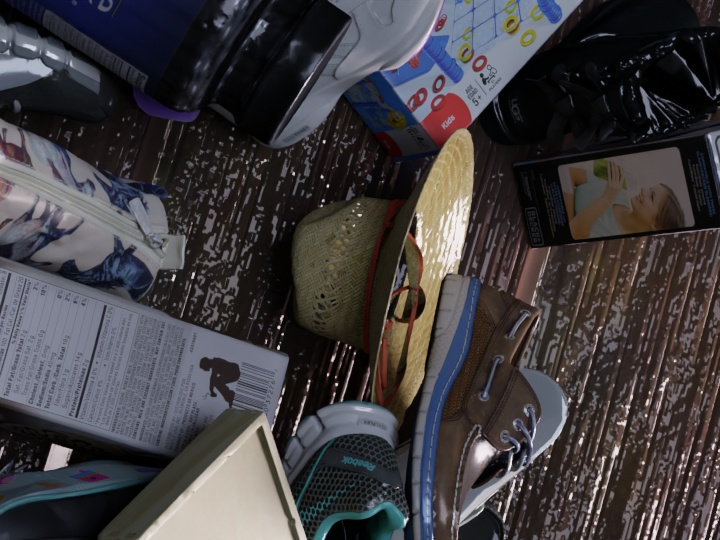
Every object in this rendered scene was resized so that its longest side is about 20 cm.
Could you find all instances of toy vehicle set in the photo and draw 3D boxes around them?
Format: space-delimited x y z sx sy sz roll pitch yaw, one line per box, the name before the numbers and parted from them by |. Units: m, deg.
toy vehicle set | -0.066 0.191 1.264 0.124 0.027 0.200 -43 124 -47

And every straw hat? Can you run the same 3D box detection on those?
straw hat | 0.000 0.000 1.432 0.085 0.201 0.201 14 76 13

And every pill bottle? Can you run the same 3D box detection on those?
pill bottle | -0.110 -0.158 1.300 0.200 0.112 0.112 33 69 0

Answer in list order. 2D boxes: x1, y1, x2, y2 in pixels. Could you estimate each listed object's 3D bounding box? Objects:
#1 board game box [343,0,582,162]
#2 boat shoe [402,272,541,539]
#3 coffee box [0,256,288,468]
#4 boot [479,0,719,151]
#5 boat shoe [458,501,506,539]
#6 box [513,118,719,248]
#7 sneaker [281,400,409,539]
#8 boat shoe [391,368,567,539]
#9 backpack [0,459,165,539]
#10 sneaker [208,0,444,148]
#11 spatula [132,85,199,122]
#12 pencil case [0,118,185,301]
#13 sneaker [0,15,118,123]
board game box | 0.039 -0.207 1.490 0.200 0.056 0.196 -48 112 -24
boat shoe | 0.069 0.085 1.386 0.072 0.072 0.200 10 53 2
coffee box | -0.158 0.056 1.319 0.200 0.113 0.080 20 77 -29
boot | 0.186 -0.133 1.514 0.198 0.162 0.073 -27 103 -30
boat shoe | 0.041 0.229 1.460 0.072 0.068 0.200 41 66 -21
box | 0.204 -0.059 1.499 0.117 0.200 0.060 -15 95 -31
sneaker | -0.033 0.173 1.359 0.078 0.091 0.200 13 120 -27
boat shoe | 0.043 0.135 1.461 0.200 0.064 0.071 -32 78 -7
backpack | -0.173 0.191 1.269 0.200 0.153 0.176 -4 95 -54
sneaker | -0.024 -0.147 1.369 0.100 0.200 0.075 28 37 -32
spatula | -0.113 -0.191 1.414 0.057 0.021 0.200 6 81 -46
pencil case | -0.185 -0.041 1.282 0.200 0.089 0.078 27 58 -52
sneaker | -0.241 -0.093 1.308 0.200 0.075 0.116 23 80 -18
